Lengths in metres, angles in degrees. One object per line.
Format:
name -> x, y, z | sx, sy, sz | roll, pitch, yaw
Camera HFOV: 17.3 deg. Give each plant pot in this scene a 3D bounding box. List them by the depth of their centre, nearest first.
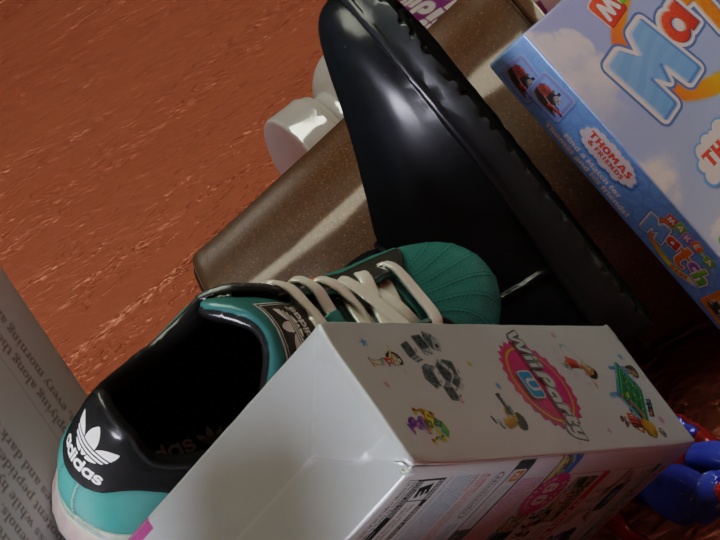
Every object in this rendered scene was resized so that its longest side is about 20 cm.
plant pot -> 0.041, -0.006, 1.100 | 0.198, 0.201, 0.200 | -36, 18, 4

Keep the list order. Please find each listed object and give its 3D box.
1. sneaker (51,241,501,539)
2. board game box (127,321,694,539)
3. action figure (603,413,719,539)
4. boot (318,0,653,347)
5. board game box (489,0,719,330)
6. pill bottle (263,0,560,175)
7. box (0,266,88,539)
sneaker -> -0.021, 0.036, 0.863 | 0.199, 0.071, 0.080 | -30, -21, -29
board game box -> 0.013, 0.090, 0.849 | 0.148, 0.064, 0.199 | -47, -25, 23
action figure -> 0.128, 0.084, 0.936 | 0.065, 0.052, 0.200 | -33, 19, -22
boot -> 0.000, 0.000, 0.977 | 0.168, 0.201, 0.076 | -38, 7, 7
board game box -> 0.170, -0.057, 0.997 | 0.151, 0.200, 0.037 | -42, 0, -32
pill bottle -> 0.041, -0.113, 1.470 | 0.199, 0.113, 0.112 | -36, 19, -17
box -> -0.208, 0.113, 0.882 | 0.199, 0.200, 0.172 | -22, 19, 30
